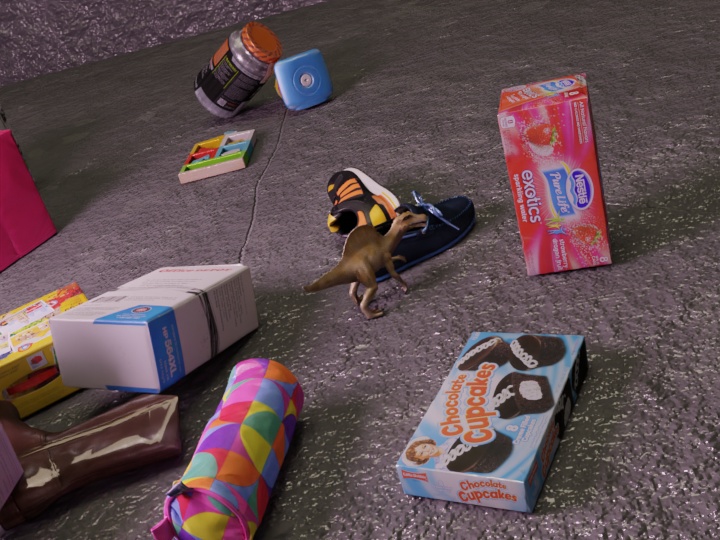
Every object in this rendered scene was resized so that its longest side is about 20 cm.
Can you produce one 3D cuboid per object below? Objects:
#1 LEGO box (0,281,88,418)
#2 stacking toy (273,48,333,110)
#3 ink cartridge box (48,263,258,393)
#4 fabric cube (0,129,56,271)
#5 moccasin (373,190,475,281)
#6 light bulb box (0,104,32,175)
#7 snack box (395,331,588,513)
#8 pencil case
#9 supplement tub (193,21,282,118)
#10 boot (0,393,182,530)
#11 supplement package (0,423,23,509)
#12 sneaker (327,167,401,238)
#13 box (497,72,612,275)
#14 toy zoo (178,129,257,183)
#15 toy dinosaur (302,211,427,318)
[{"bbox_3d":[-0.416,0.110,1.086,0.199,0.078,0.149,-27,28,-20],"label":"LEGO box"},{"bbox_3d":[-0.149,-0.407,1.916,0.115,0.111,0.200,-23,16,-18],"label":"stacking toy"},{"bbox_3d":[-0.231,0.061,1.020,0.144,0.085,0.200,-1,16,28],"label":"ink cartridge box"},{"bbox_3d":[-0.692,-0.108,1.527,0.194,0.201,0.200,0,30,32],"label":"fabric cube"},{"bbox_3d":[0.070,-0.054,1.129,0.199,0.069,0.080,-32,31,-29],"label":"moccasin"},{"bbox_3d":[-0.812,-0.228,1.822,0.196,0.202,0.125,-19,28,-5],"label":"light bulb box"},{"bbox_3d":[0.123,0.127,0.788,0.115,0.037,0.200,-1,31,30],"label":"snack box"},{"bbox_3d":[-0.113,0.166,0.802,0.087,0.089,0.201,-7,26,18],"label":"pencil case"},{"bbox_3d":[-0.263,-0.435,1.906,0.200,0.123,0.123,-37,11,37],"label":"supplement tub"},{"bbox_3d":[-0.286,0.163,0.923,0.198,0.065,0.187,-25,41,-10],"label":"boot"},{"bbox_3d":[-0.400,0.212,0.754,0.112,0.110,0.201,4,40,11],"label":"supplement package"},{"bbox_3d":[-0.017,-0.089,1.245,0.089,0.071,0.200,-23,29,-20],"label":"sneaker"},{"bbox_3d":[0.221,-0.107,0.995,0.098,0.202,0.096,-8,26,16],"label":"box"},{"bbox_3d":[-0.273,-0.230,1.717,0.130,0.021,0.201,-13,26,8],"label":"toy zoo"},{"bbox_3d":[0.000,0.000,1.029,0.199,0.102,0.058,-34,32,-32],"label":"toy dinosaur"}]
